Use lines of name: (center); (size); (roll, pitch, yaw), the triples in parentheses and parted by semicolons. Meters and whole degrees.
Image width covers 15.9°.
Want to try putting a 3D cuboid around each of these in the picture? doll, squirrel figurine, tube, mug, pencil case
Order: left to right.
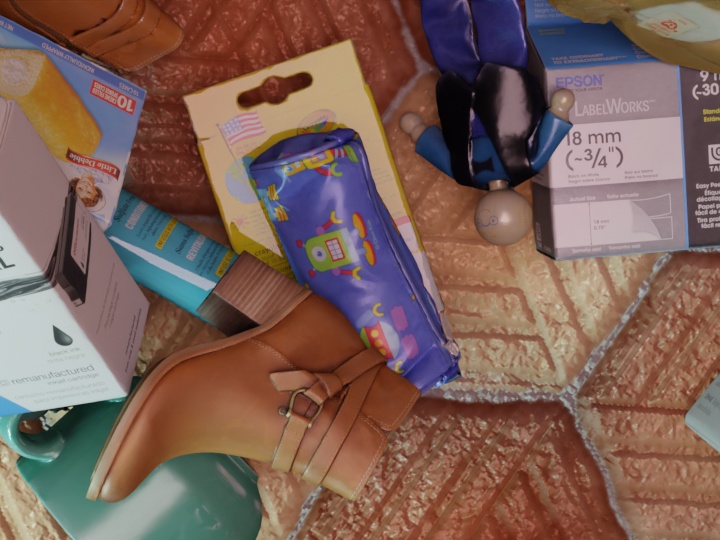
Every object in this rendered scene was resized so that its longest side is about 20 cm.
tube: (-0.155, -0.024, 1.720); (0.200, 0.077, 0.050); (29, 119, -2)
mug: (-0.143, 0.139, 1.714); (0.114, 0.185, 0.152); (-42, 63, -4)
pencil case: (0.000, 0.000, 1.713); (0.087, 0.078, 0.200); (-20, 100, 26)
doll: (0.081, -0.115, 1.752); (0.136, 0.048, 0.200); (-13, 89, 33)
squirrel figurine: (0.204, -0.250, 1.721); (0.200, 0.142, 0.187); (9, 70, 7)

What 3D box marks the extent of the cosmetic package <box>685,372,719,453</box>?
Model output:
cosmetic package: (0.361, 0.089, 1.774); (0.165, 0.165, 0.200); (39, 91, -10)

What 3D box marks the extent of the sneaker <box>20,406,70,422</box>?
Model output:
sneaker: (-0.231, 0.073, 1.751); (0.200, 0.076, 0.091); (-38, 125, 11)

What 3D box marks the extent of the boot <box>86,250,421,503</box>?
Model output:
boot: (-0.066, 0.101, 1.638); (0.155, 0.074, 0.200); (38, 73, -2)

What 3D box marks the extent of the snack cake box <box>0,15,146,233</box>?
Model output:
snack cake box: (-0.246, -0.100, 1.639); (0.200, 0.067, 0.115); (27, 49, -21)

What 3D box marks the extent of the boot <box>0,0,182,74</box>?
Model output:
boot: (-0.173, -0.186, 1.653); (0.155, 0.200, 0.074); (35, 74, -30)

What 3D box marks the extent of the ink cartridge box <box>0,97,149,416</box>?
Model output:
ink cartridge box: (-0.241, -0.002, 1.599); (0.145, 0.084, 0.200); (-10, 136, 20)

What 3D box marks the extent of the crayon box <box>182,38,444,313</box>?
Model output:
crayon box: (-0.033, -0.047, 1.770); (0.127, 0.051, 0.200); (-18, 99, -4)

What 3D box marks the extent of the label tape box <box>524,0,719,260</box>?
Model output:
label tape box: (0.191, -0.113, 1.783); (0.144, 0.063, 0.200); (-5, 97, -7)
